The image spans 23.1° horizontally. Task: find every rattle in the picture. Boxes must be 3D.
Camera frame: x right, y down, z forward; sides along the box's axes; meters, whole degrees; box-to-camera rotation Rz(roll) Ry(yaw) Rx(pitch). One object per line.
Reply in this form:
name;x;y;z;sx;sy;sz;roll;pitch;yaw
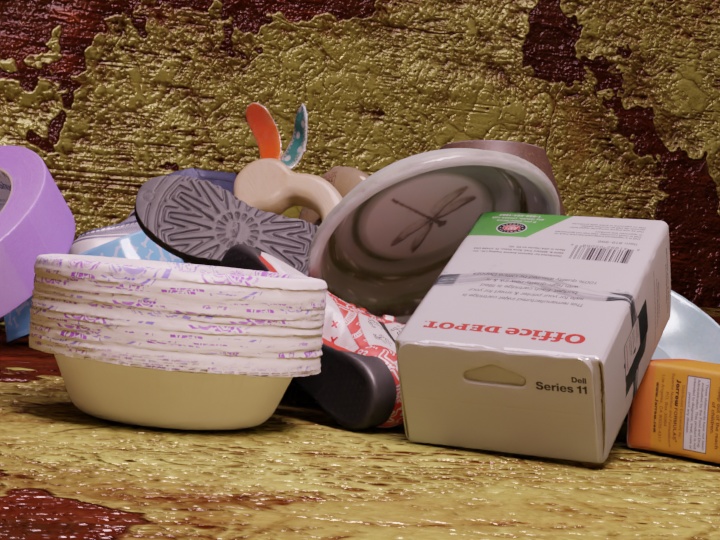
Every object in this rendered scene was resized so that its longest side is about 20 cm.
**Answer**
rattle;-0.059;-0.036;1.589;0.129;0.201;0.143;-30;-44;16

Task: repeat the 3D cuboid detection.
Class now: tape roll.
tape roll;-0.358;-0.026;1.576;0.198;0.066;0.201;-16;35;11

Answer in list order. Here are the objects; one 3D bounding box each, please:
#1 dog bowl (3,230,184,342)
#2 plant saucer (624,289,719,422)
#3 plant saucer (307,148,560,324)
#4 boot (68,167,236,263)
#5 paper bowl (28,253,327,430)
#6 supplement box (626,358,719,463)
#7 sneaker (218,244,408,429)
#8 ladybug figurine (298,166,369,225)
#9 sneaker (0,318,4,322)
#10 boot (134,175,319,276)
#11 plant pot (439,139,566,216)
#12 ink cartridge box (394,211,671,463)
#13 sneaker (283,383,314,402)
dog bowl;-0.248;0.011;1.600;0.199;0.050;0.111;-22;0;34
plant saucer;0.208;0.068;1.384;0.199;0.039;0.202;15;32;-10
plant saucer;0.051;-0.036;1.341;0.198;0.051;0.201;-12;-35;-9
boot;-0.201;-0.049;1.725;0.198;0.091;0.073;-2;-19;-37
paper bowl;-0.124;0.048;1.187;0.198;0.106;0.201;4;2;0
supplement box;0.282;0.104;1.204;0.199;0.070;0.066;5;2;44
sneaker;-0.016;0.049;1.297;0.107;0.068;0.201;2;29;-45
ladybug figurine;0.000;0.000;1.613;0.071;0.202;0.135;9;-22;-43
sneaker;-0.377;0.027;1.750;0.076;0.086;0.200;-20;-27;14
boot;-0.112;0.012;1.444;0.163;0.066;0.200;22;-27;1
plant pot;0.110;-0.004;1.500;0.185;0.202;0.187;3;-6;0
ink cartridge box;0.124;0.041;1.216;0.145;0.084;0.200;5;29;22
sneaker;-0.087;0.068;1.391;0.198;0.077;0.091;14;-4;20
